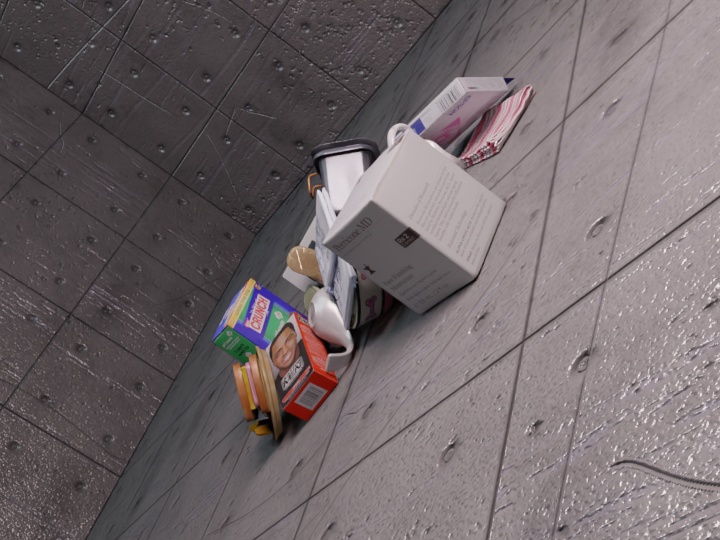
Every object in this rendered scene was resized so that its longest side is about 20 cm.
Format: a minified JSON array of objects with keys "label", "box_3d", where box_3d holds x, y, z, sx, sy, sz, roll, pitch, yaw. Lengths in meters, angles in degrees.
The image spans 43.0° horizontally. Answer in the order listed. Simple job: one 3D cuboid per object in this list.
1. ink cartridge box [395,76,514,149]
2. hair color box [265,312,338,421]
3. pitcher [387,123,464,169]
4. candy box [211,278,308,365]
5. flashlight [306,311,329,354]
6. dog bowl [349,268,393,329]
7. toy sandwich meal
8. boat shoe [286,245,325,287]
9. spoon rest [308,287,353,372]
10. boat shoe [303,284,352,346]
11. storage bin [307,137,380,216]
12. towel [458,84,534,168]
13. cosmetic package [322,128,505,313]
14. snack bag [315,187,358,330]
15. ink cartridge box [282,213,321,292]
[{"label":"ink cartridge box","box_3d":[0.192,-0.305,1.794,0.200,0.043,0.196,-12,-22,-46]},{"label":"hair color box","box_3d":[-0.113,0.178,1.716,0.102,0.061,0.200,-52,28,14]},{"label":"pitcher","box_3d":[0.093,-0.164,1.698,0.121,0.171,0.200,-30,26,52]},{"label":"candy box","box_3d":[-0.192,0.136,1.920,0.077,0.200,0.169,-47,15,34]},{"label":"flashlight","box_3d":[-0.083,0.120,1.884,0.068,0.068,0.200,-11,25,7]},{"label":"dog bowl","box_3d":[0.000,0.000,1.633,0.074,0.201,0.200,-12,4,-13]},{"label":"toy sandwich meal","box_3d":[-0.199,0.240,1.754,0.070,0.206,0.205,-12,7,-10]},{"label":"boat shoe","box_3d":[-0.053,0.006,1.836,0.065,0.200,0.072,15,-85,-68]},{"label":"spoon rest","box_3d":[-0.054,0.112,1.702,0.200,0.060,0.100,-111,28,-52]},{"label":"boat shoe","box_3d":[-0.049,0.090,1.807,0.199,0.066,0.075,39,117,57]},{"label":"storage bin","box_3d":[-0.022,-0.135,1.717,0.200,0.145,0.135,68,-165,-65]},{"label":"towel","box_3d":[0.246,-0.269,1.734,0.147,0.030,0.200,-57,12,-14]},{"label":"cosmetic package","box_3d":[0.083,-0.073,1.417,0.165,0.200,0.165,-40,19,52]},{"label":"snack bag","box_3d":[-0.047,-0.013,1.613,0.189,0.021,0.200,99,156,-56]},{"label":"ink cartridge box","box_3d":[-0.068,-0.059,1.981,0.200,0.083,0.147,-58,-9,27]}]
